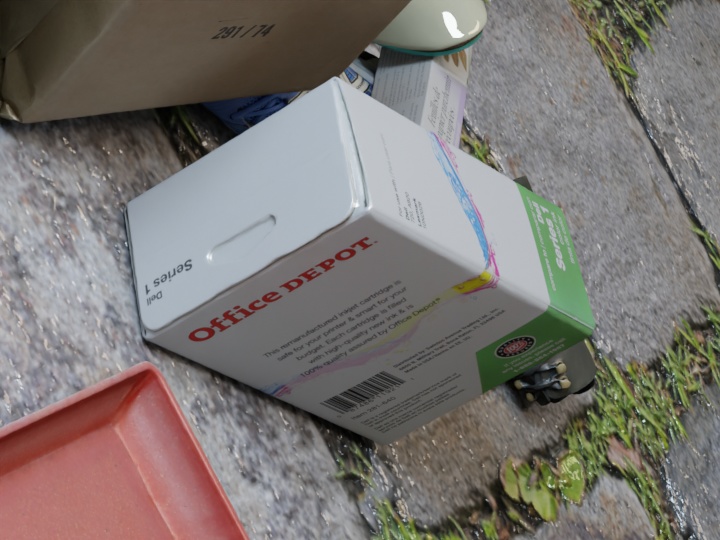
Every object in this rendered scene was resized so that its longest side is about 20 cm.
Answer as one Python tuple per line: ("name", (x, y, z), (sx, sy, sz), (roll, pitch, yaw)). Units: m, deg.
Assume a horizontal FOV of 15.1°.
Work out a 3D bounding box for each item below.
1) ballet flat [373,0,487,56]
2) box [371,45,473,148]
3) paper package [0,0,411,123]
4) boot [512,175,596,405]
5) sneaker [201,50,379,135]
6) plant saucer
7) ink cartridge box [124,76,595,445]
("ballet flat", (-0.003, -0.178, 1.537), (0.069, 0.070, 0.200), (35, -3, -41))
("box", (0.033, -0.102, 1.511), (0.039, 0.041, 0.200), (58, 21, -25))
("paper package", (-0.065, -0.165, 1.310), (0.200, 0.191, 0.104), (-9, 68, -40))
("boot", (0.083, 0.027, 1.581), (0.200, 0.077, 0.139), (-28, 94, -62))
("sneaker", (-0.028, -0.090, 1.487), (0.200, 0.076, 0.077), (16, 46, -53))
("plant saucer", (-0.102, 0.154, 1.172), (0.200, 0.037, 0.200), (62, 26, 1))
("ink cartridge box", (0.000, 0.000, 1.375), (0.200, 0.145, 0.084), (27, 41, -47))
